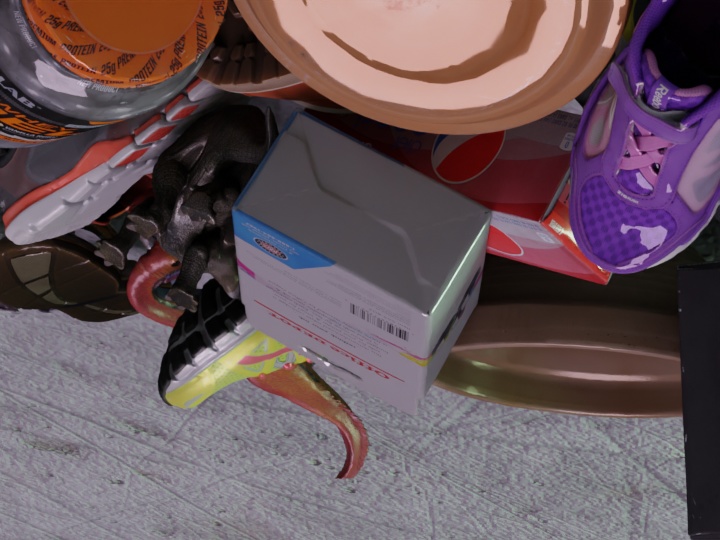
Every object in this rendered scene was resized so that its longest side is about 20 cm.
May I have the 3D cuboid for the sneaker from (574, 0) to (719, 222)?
[{"bbox_3d":[0.165,-0.080,1.470,0.085,0.075,0.200,0,146,40],"label":"sneaker"}]

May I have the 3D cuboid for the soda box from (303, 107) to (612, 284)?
[{"bbox_3d":[0.053,-0.053,1.505,0.200,0.063,0.070,15,163,46],"label":"soda box"}]

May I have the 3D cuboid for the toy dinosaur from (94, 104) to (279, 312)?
[{"bbox_3d":[-0.083,-0.047,1.540,0.077,0.102,0.200,24,143,5],"label":"toy dinosaur"}]

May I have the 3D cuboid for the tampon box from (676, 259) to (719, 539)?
[{"bbox_3d":[0.275,0.069,1.562,0.126,0.150,0.200,-6,174,36],"label":"tampon box"}]

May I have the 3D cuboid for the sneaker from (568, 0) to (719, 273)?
[{"bbox_3d":[0.143,-0.078,1.333,0.080,0.088,0.200,31,122,9],"label":"sneaker"}]

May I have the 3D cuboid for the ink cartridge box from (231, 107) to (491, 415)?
[{"bbox_3d":[0.000,0.000,1.517,0.115,0.068,0.200,29,164,8],"label":"ink cartridge box"}]

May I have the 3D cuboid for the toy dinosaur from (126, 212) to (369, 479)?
[{"bbox_3d":[-0.064,0.031,1.741,0.105,0.200,0.181,-28,168,36],"label":"toy dinosaur"}]

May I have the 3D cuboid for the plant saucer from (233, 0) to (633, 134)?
[{"bbox_3d":[0.027,-0.142,1.331,0.200,0.032,0.200,11,132,12],"label":"plant saucer"}]

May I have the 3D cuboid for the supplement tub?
[{"bbox_3d":[-0.144,-0.127,1.393,0.122,0.123,0.200,22,168,-21],"label":"supplement tub"}]

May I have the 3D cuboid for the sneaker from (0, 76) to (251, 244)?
[{"bbox_3d":[-0.139,-0.090,1.582,0.200,0.082,0.077,-33,169,30],"label":"sneaker"}]

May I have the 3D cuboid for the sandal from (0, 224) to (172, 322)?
[{"bbox_3d":[-0.169,-0.008,1.753,0.082,0.055,0.200,-12,169,20],"label":"sandal"}]

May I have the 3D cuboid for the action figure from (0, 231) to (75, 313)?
[{"bbox_3d":[-0.246,-0.011,1.829,0.130,0.069,0.200,-15,160,36],"label":"action figure"}]

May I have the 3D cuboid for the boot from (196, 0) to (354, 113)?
[{"bbox_3d":[0.022,-0.119,1.458,0.200,0.075,0.107,-2,169,25],"label":"boot"}]

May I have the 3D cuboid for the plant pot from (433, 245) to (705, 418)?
[{"bbox_3d":[0.132,0.021,1.650,0.201,0.093,0.201,4,167,1],"label":"plant pot"}]

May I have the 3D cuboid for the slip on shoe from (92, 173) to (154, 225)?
[{"bbox_3d":[-0.162,-0.058,1.684,0.200,0.061,0.074,-3,154,36],"label":"slip on shoe"}]

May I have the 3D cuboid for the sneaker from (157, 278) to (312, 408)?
[{"bbox_3d":[-0.027,0.026,1.656,0.200,0.078,0.090,-35,114,11],"label":"sneaker"}]
